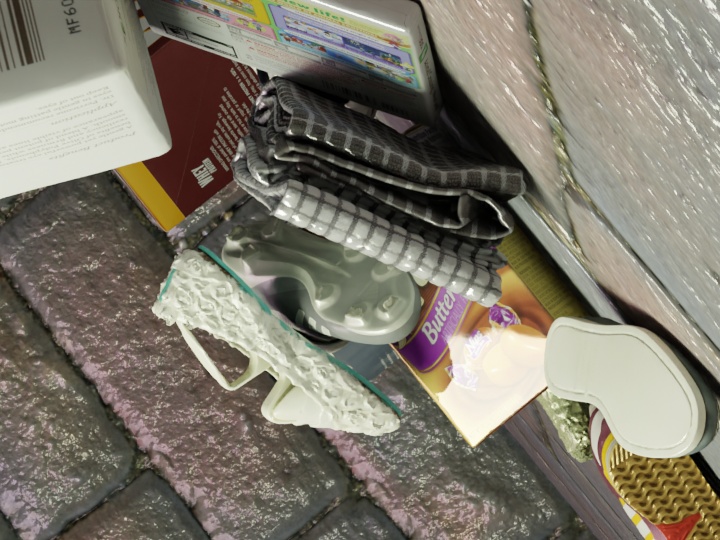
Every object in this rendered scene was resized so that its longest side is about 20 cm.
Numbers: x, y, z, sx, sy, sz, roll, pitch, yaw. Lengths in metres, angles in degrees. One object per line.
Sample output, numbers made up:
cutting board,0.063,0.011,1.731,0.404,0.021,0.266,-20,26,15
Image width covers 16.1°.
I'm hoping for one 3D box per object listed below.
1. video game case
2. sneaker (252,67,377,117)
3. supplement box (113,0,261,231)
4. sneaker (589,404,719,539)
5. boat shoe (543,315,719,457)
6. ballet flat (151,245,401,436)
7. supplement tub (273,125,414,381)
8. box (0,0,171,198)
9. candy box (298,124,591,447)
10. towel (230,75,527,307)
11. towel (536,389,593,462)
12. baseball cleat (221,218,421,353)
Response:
video game case,-0.051,-0.154,1.546,0.200,0.022,0.182,20,168,11
sneaker,-0.062,-0.179,1.877,0.199,0.079,0.130,51,176,-4
supplement box,-0.150,-0.176,2.074,0.133,0.200,0.197,49,177,33
sneaker,0.230,0.171,1.838,0.200,0.075,0.090,60,-178,-26
boat shoe,0.178,0.068,1.553,0.062,0.073,0.200,6,-172,-21
ballet flat,-0.063,0.063,1.728,0.200,0.072,0.072,40,-179,-19
supplement tub,0.000,0.000,1.900,0.140,0.200,0.140,51,177,3
box,-0.243,-0.158,1.562,0.171,0.199,0.200,68,-173,-74
candy box,0.064,0.009,1.777,0.200,0.117,0.056,51,-150,6
towel,0.010,-0.058,1.615,0.165,0.086,0.200,22,-176,-12
towel,0.146,0.081,1.944,0.149,0.036,0.200,62,-177,8
baseball cleat,-0.012,0.021,1.741,0.200,0.070,0.106,28,159,49
